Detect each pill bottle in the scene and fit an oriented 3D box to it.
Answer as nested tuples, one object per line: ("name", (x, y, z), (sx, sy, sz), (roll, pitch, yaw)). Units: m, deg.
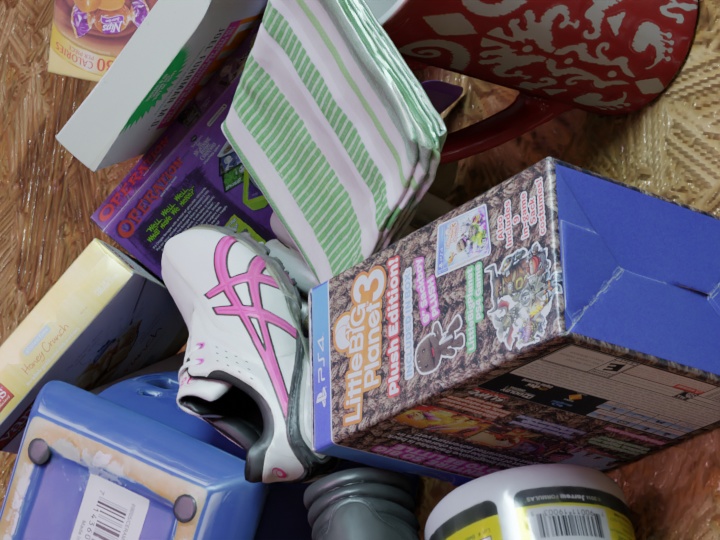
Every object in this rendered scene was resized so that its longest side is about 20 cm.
("pill bottle", (0.101, 0.211, 1.137), (0.112, 0.112, 0.201), (-39, 48, 39))

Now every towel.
("towel", (-0.019, -0.076, 1.199), (0.153, 0.023, 0.200), (58, 155, 17))

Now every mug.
("mug", (0.069, -0.150, 1.243), (0.178, 0.199, 0.134), (-49, 43, 32))

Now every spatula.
("spatula", (-0.006, -0.044, 1.414), (0.021, 0.056, 0.200), (43, 109, 29))

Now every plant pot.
("plant pot", (-0.111, 0.175, 1.333), (0.199, 0.180, 0.201), (20, 95, 32))

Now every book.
("book", (-0.104, -0.140, 1.398), (0.048, 0.200, 0.134), (42, 112, 6))

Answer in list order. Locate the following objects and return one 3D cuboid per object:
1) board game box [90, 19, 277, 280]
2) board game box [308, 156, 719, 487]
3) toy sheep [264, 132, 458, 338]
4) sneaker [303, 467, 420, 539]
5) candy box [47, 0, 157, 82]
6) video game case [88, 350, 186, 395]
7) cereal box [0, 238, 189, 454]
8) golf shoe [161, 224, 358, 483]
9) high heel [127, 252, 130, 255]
("board game box", (-0.065, -0.072, 1.412), (0.200, 0.120, 0.032), (-48, 41, -1))
("board game box", (0.094, 0.039, 1.173), (0.200, 0.159, 0.097), (-28, 55, 45))
("toy sheep", (0.000, 0.000, 1.342), (0.201, 0.138, 0.138), (-59, 37, 2))
("sneaker", (0.016, 0.174, 1.234), (0.070, 0.200, 0.100), (-10, 61, 5))
("candy box", (-0.120, -0.179, 1.549), (0.199, 0.056, 0.117), (14, 101, 28))
("video game case", (-0.180, 0.144, 1.486), (0.023, 0.200, 0.183), (34, 113, 16))
("cereal box", (-0.177, 0.057, 1.429), (0.039, 0.200, 0.144), (41, 91, 12))
("golf shoe", (-0.072, 0.043, 1.270), (0.200, 0.092, 0.073), (48, 142, 39))
("high heel", (-0.102, 0.012, 1.530), (0.200, 0.071, 0.143), (-40, 50, 36))
